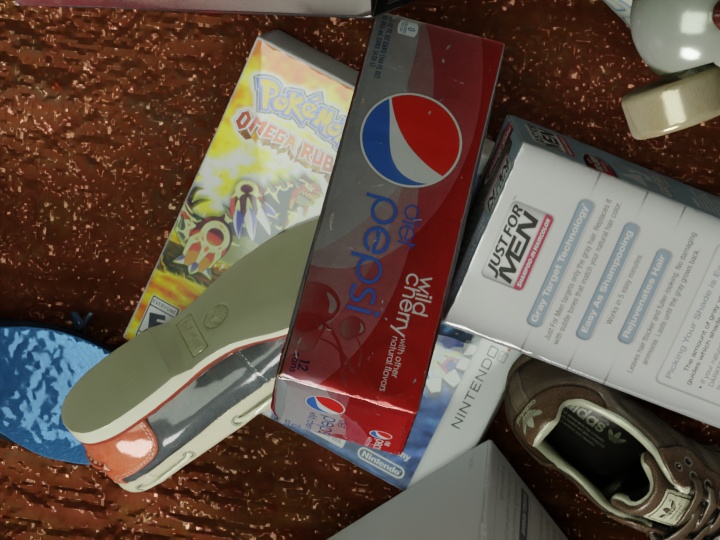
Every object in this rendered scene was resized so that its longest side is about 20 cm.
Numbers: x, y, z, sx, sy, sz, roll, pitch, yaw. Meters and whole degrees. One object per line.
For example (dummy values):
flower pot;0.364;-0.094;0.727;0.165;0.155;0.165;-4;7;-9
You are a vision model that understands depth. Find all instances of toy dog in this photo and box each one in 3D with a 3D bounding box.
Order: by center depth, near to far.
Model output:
toy dog;0.200;-0.134;1.066;0.200;0.096;0.132;-42;108;-19

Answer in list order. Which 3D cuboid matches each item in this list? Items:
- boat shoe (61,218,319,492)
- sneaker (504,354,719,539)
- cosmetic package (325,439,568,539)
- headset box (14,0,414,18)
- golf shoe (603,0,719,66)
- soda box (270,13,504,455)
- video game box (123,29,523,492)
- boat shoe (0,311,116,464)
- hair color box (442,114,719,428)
boat shoe;-0.056;0.042;1.186;0.199;0.071;0.063;-33;127;3
sneaker;0.155;0.116;1.175;0.199;0.076;0.071;31;111;-8
cosmetic package;0.042;0.233;1.197;0.199;0.123;0.200;-33;106;17
headset box;-0.073;-0.170;1.151;0.198;0.149;0.076;3;102;12
golf shoe;0.140;-0.149;1.131;0.199;0.097;0.079;34;105;3
soda box;0.014;-0.019;1.120;0.069;0.063;0.201;15;67;0
video game box;0.000;0.000;1.221;0.199;0.047;0.183;27;103;7
boat shoe;-0.186;0.050;1.266;0.199;0.069;0.085;18;100;11
hair color box;0.147;0.008;1.150;0.199;0.061;0.100;21;105;-10
